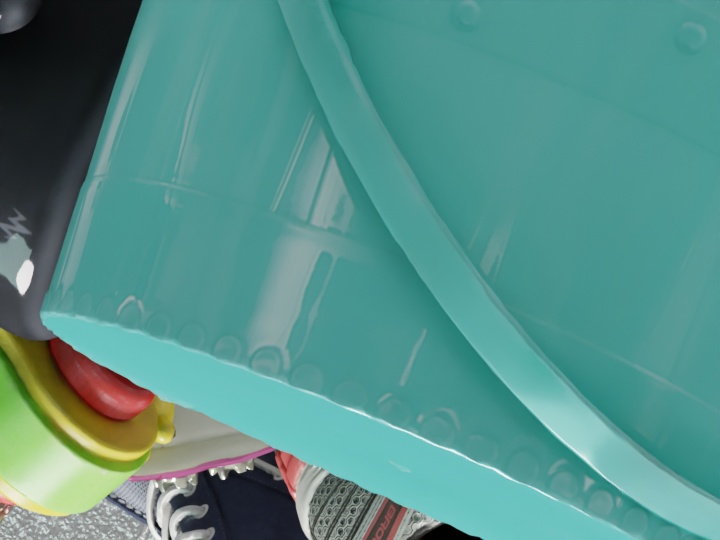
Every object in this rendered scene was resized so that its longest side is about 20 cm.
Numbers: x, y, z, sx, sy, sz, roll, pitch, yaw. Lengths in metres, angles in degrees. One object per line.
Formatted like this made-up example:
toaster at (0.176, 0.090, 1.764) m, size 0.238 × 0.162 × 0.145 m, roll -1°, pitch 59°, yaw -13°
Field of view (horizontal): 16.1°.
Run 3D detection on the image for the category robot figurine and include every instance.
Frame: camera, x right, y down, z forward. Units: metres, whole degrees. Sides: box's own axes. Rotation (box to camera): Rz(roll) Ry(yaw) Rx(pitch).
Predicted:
robot figurine at (-0.122, -0.054, 0.763) m, size 0.199 × 0.151 × 0.125 m, roll 25°, pitch -151°, yaw 7°

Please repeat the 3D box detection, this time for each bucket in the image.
bucket at (0.034, -0.015, 0.578) m, size 0.206 × 0.136 × 0.207 m, roll 22°, pitch 171°, yaw 3°

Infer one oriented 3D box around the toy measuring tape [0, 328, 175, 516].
toy measuring tape at (-0.123, 0.038, 0.812) m, size 0.073 × 0.074 × 0.199 m, roll 17°, pitch 179°, yaw 36°

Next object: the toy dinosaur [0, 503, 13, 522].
toy dinosaur at (-0.124, 0.026, 1.006) m, size 0.180 × 0.106 × 0.200 m, roll -1°, pitch 154°, yaw -34°

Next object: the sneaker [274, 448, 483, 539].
sneaker at (0.075, 0.048, 0.766) m, size 0.199 × 0.083 × 0.078 m, roll -27°, pitch 150°, yaw 14°

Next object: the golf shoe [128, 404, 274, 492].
golf shoe at (-0.117, 0.034, 0.930) m, size 0.198 × 0.092 × 0.075 m, roll -1°, pitch -171°, yaw -1°

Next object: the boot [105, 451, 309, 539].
boot at (-0.062, 0.099, 1.065) m, size 0.199 × 0.090 × 0.073 m, roll 12°, pitch 122°, yaw 26°
